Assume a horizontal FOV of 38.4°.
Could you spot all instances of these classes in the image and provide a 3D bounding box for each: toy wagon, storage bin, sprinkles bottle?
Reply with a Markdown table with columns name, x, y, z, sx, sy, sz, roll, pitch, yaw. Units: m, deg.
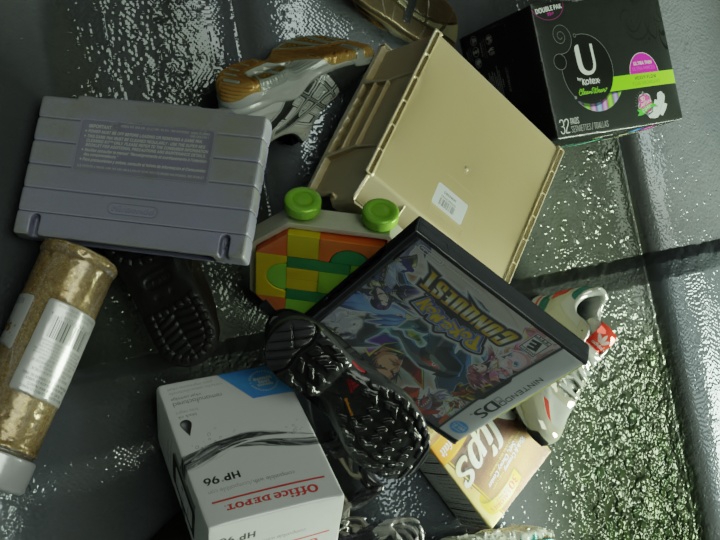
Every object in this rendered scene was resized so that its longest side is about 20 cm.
| name | x | y | z | sx | sy | sz | roll | pitch | yaw |
| --- | --- | --- | --- | --- | --- | --- | --- | --- | --- |
| toy wagon | 0.000 | 0.000 | 0.938 | 0.199 | 0.155 | 0.040 | 8 | 48 | 1 |
| storage bin | 0.076 | -0.093 | 1.012 | 0.200 | 0.094 | 0.199 | 38 | 66 | -28 |
| sprinkles bottle | -0.264 | 0.076 | 0.834 | 0.068 | 0.068 | 0.200 | 28 | 71 | -26 |

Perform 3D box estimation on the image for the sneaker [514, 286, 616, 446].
| name | x | y | z | sx | sy | sz | roll | pitch | yaw |
| --- | --- | --- | --- | --- | --- | --- | --- | --- | --- |
| sneaker | 0.220 | 0.091 | 1.096 | 0.070 | 0.093 | 0.200 | 46 | 41 | -25 |

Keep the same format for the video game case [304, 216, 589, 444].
| name | x | y | z | sx | sy | sz | roll | pitch | yaw |
| --- | --- | --- | --- | --- | --- | --- | --- | --- | --- |
| video game case | 0.070 | 0.062 | 0.929 | 0.200 | 0.181 | 0.026 | 36 | 41 | -16 |

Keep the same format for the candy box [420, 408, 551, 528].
| name | x | y | z | sx | sy | sz | roll | pitch | yaw |
| --- | --- | --- | --- | --- | --- | --- | --- | --- | --- |
| candy box | 0.098 | 0.152 | 1.065 | 0.115 | 0.055 | 0.200 | -44 | 106 | -28 |

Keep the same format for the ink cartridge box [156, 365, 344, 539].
| name | x | y | z | sx | sy | sz | roll | pitch | yaw |
| --- | --- | --- | --- | --- | --- | --- | --- | --- | --- |
| ink cartridge box | -0.088 | 0.175 | 0.853 | 0.116 | 0.200 | 0.068 | -10 | 132 | -22 |

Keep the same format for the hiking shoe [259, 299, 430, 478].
| name | x | y | z | sx | sy | sz | roll | pitch | yaw |
| --- | --- | --- | --- | --- | --- | --- | --- | --- | --- |
| hiking shoe | -0.011 | 0.099 | 0.914 | 0.076 | 0.101 | 0.200 | -38 | 114 | 4 |

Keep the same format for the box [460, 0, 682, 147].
| name | x | y | z | sx | sy | sz | roll | pitch | yaw |
| --- | --- | --- | --- | --- | --- | --- | --- | --- | --- |
| box | 0.239 | -0.216 | 1.163 | 0.200 | 0.124 | 0.149 | -13 | 92 | -32 |

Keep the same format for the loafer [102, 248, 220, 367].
| name | x | y | z | sx | sy | sz | roll | pitch | yaw |
| --- | --- | --- | --- | --- | --- | --- | --- | --- | --- |
| loafer | -0.179 | -0.008 | 0.910 | 0.073 | 0.071 | 0.200 | -20 | 83 | 1 |

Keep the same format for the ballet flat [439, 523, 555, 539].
| name | x | y | z | sx | sy | sz | roll | pitch | yaw |
| --- | --- | --- | --- | --- | --- | --- | --- | --- | --- |
| ballet flat | 0.117 | 0.294 | 1.050 | 0.200 | 0.072 | 0.072 | 3 | 82 | -40 |

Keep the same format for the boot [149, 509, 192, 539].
| name | x | y | z | sx | sy | sz | roll | pitch | yaw |
| --- | --- | --- | --- | --- | --- | --- | --- | --- | --- |
| boot | -0.113 | 0.230 | 0.915 | 0.200 | 0.074 | 0.076 | -35 | 109 | -34 |

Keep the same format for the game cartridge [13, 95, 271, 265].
| name | x | y | z | sx | sy | sz | roll | pitch | yaw |
| --- | --- | --- | --- | --- | --- | --- | --- | --- | --- |
| game cartridge | -0.180 | -0.078 | 0.868 | 0.199 | 0.038 | 0.130 | 7 | 73 | 8 |

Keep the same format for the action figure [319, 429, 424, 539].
| name | x | y | z | sx | sy | sz | roll | pitch | yaw |
| --- | --- | --- | --- | --- | --- | --- | --- | --- | --- |
| action figure | 0.010 | 0.246 | 0.962 | 0.102 | 0.119 | 0.201 | -2 | 75 | 2 |

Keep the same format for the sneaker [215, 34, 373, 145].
| name | x | y | z | sx | sy | sz | roll | pitch | yaw |
| --- | --- | --- | --- | --- | --- | --- | --- | --- | --- |
| sneaker | -0.064 | -0.170 | 1.006 | 0.200 | 0.076 | 0.088 | -30 | 130 | -41 |

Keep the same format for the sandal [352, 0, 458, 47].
| name | x | y | z | sx | sy | sz | roll | pitch | yaw |
| --- | --- | --- | --- | --- | --- | --- | --- | --- | --- |
| sandal | 0.028 | -0.289 | 1.084 | 0.200 | 0.054 | 0.080 | 32 | 73 | -41 |
